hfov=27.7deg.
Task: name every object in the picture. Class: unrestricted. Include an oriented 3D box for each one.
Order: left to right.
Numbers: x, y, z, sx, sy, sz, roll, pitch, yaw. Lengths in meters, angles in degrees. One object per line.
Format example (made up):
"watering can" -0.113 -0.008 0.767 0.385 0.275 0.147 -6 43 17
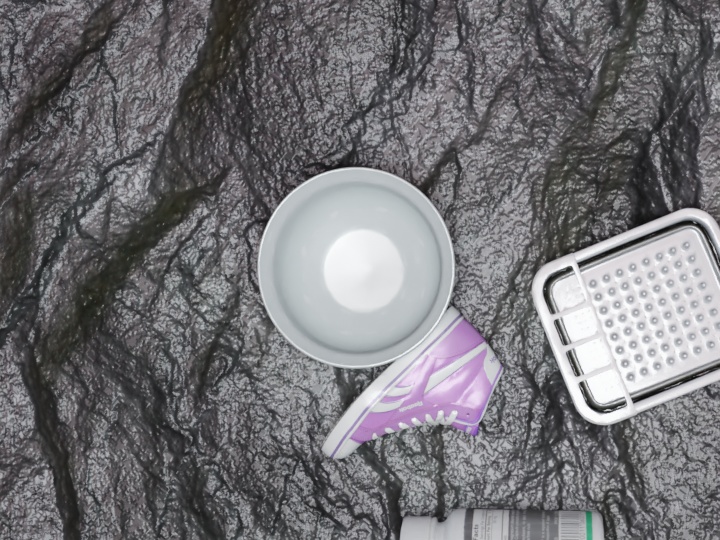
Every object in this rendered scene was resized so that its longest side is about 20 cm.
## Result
"bowl" 0.000 0.000 1.487 0.199 0.090 0.204 -1 86 7
"sneaker" 0.059 0.145 1.481 0.200 0.073 0.114 -43 88 6
"pill bottle" 0.140 0.292 1.437 0.198 0.113 0.114 0 86 9
"dish rack" 0.287 0.047 1.467 0.198 0.044 0.173 -22 83 6
